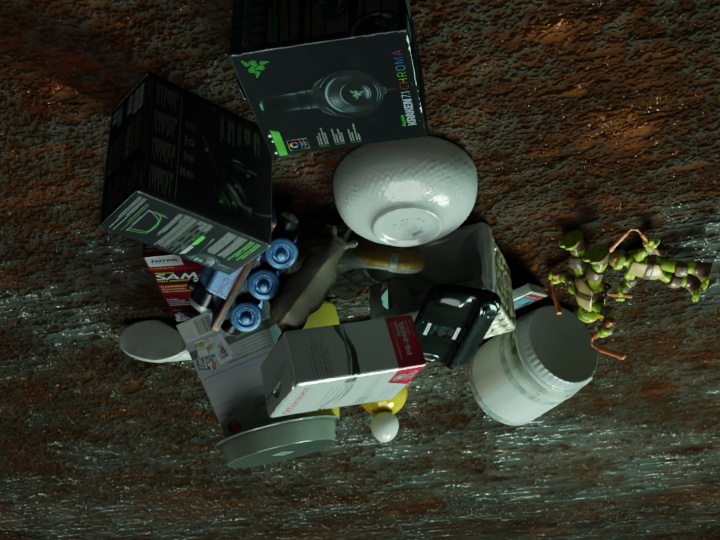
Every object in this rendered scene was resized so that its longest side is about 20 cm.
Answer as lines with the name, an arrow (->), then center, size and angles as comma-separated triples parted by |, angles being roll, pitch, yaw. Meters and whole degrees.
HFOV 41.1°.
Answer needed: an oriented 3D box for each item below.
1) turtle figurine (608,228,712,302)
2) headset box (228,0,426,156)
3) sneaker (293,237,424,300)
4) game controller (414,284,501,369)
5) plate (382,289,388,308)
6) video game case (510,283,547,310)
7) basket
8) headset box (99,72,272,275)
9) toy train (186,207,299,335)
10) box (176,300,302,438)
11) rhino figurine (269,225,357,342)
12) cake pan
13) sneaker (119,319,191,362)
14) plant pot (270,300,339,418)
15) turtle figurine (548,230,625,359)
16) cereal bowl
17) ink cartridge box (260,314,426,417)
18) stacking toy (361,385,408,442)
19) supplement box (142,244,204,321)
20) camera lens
turtle figurine -> 0.452, 0.001, 1.494 | 0.160, 0.065, 0.201 | 15, 143, 6
headset box -> -0.037, -0.223, 1.053 | 0.198, 0.093, 0.174 | -6, 149, 8
sneaker -> 0.000, 0.000, 1.442 | 0.198, 0.076, 0.088 | 2, 124, 12
game controller -> 0.130, 0.081, 1.382 | 0.104, 0.042, 0.200 | 16, 145, -1
plate -> 0.131, 0.061, 1.621 | 0.198, 0.026, 0.201 | 0, 149, 0
video game case -> 0.199, 0.072, 1.561 | 0.199, 0.018, 0.143 | -26, 168, 17
basket -> 0.127, 0.035, 1.459 | 0.199, 0.136, 0.123 | -17, 142, 23
headset box -> -0.200, -0.111, 1.168 | 0.199, 0.175, 0.093 | 21, 142, -36
toy train -> -0.165, -0.005, 1.345 | 0.114, 0.087, 0.201 | 27, 106, -13
box -> -0.179, 0.146, 1.478 | 0.155, 0.201, 0.041 | -24, 180, 27
rhino figurine -> -0.062, 0.010, 1.347 | 0.060, 0.200, 0.087 | 34, 162, 4
cake pan -> -0.126, 0.269, 1.501 | 0.199, 0.037, 0.200 | -13, 163, -4
sneaker -> -0.318, 0.133, 1.680 | 0.198, 0.076, 0.089 | 1, 161, -8
plant pot -> -0.117, 0.168, 1.578 | 0.199, 0.190, 0.201 | -13, 164, -4
turtle figurine -> 0.351, 0.029, 1.454 | 0.064, 0.200, 0.162 | -21, 129, -10
cereal bowl -> 0.062, -0.092, 1.303 | 0.198, 0.084, 0.201 | -1, 148, -1
ink cartridge box -> -0.029, 0.137, 1.367 | 0.199, 0.084, 0.145 | -5, 156, -24
stacking toy -> 0.036, 0.205, 1.682 | 0.145, 0.201, 0.146 | 0, 150, 0
supplement box -> -0.253, 0.003, 1.467 | 0.108, 0.061, 0.200 | -5, 149, 3
camera lens -> 0.295, 0.168, 1.676 | 0.159, 0.161, 0.200 | 13, 146, -23
